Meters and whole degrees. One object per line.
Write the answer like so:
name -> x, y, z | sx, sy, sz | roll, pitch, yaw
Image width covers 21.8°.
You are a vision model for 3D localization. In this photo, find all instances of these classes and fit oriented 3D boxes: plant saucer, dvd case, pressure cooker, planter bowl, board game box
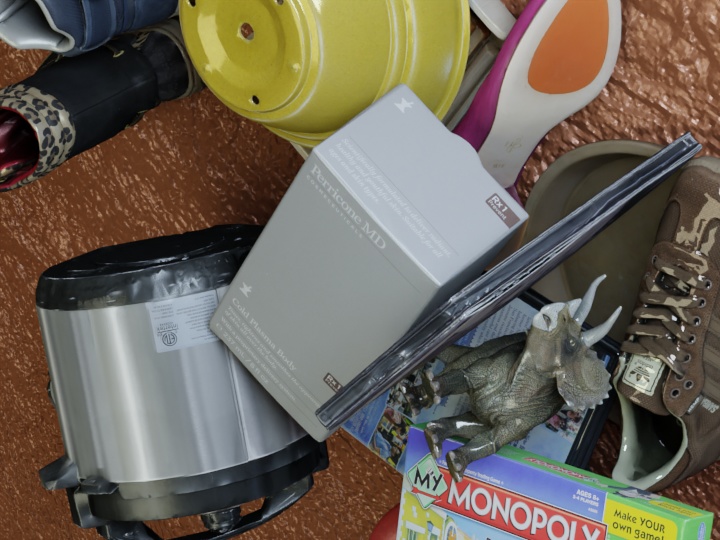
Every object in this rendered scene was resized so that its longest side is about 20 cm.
plant saucer -> 0.175, 0.014, 1.059 | 0.199, 0.029, 0.201 | 28, 135, 32
dvd case -> 0.078, 0.006, 0.973 | 0.016, 0.199, 0.149 | 53, 142, 5
pressure cooker -> -0.116, 0.082, 1.223 | 0.175, 0.178, 0.202 | -6, 100, 27
dvd case -> 0.065, 0.069, 1.130 | 0.200, 0.017, 0.144 | 34, 108, 42
planter bowl -> -0.042, -0.145, 1.057 | 0.199, 0.083, 0.202 | 19, 123, 32
board game box -> 0.100, 0.174, 1.048 | 0.199, 0.029, 0.136 | 15, 103, 44

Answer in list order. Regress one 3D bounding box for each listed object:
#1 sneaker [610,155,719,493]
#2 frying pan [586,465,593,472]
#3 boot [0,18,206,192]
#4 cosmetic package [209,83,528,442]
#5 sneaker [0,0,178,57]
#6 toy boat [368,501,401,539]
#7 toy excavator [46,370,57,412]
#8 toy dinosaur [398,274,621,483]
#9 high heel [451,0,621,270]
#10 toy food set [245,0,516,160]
sneaker -> 0.173, 0.039, 0.994 | 0.070, 0.075, 0.201 | 26, 133, 34
frying pan -> 0.112, 0.116, 1.192 | 0.114, 0.031, 0.191 | 14, 127, 46
boot -> -0.212, -0.111, 1.290 | 0.199, 0.150, 0.074 | -3, 114, 48
cosmetic package -> 0.000, 0.000, 1.065 | 0.107, 0.090, 0.200 | 46, 146, 10
sneaker -> -0.203, -0.236, 1.198 | 0.077, 0.146, 0.203 | -19, 100, 53
toy boat -> 0.048, 0.201, 1.189 | 0.200, 0.130, 0.131 | -41, 65, 59
toy excavator -> -0.131, 0.044, 1.371 | 0.194, 0.100, 0.201 | 31, 127, 28
toy dinosaur -> 0.081, 0.065, 1.040 | 0.200, 0.102, 0.078 | 139, 112, -80
high heel -> 0.083, -0.105, 1.054 | 0.201, 0.067, 0.096 | -67, 29, 29
toy food set -> 0.001, -0.136, 1.114 | 0.144, 0.060, 0.200 | 50, 142, 9
